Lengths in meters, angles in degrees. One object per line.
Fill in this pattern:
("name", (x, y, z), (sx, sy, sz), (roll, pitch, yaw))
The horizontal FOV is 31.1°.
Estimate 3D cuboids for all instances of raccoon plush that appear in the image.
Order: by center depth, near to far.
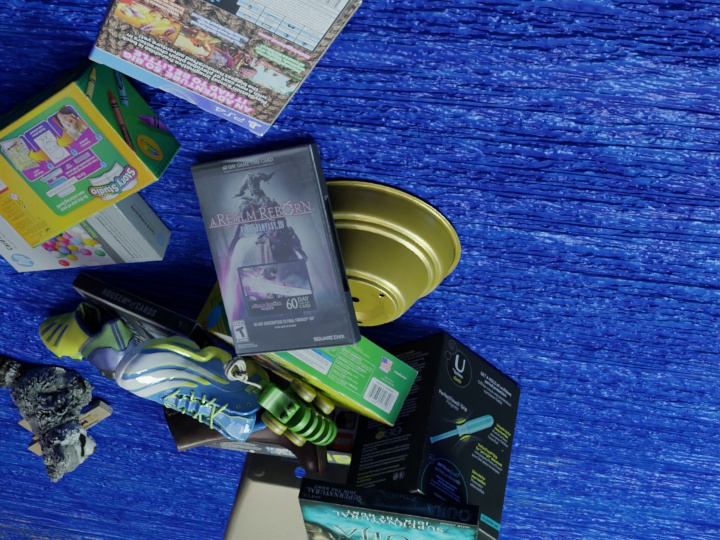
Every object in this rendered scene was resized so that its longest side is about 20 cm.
("raccoon plush", (-0.456, 0.207, 1.777), (0.198, 0.135, 0.097), (11, 150, 2))

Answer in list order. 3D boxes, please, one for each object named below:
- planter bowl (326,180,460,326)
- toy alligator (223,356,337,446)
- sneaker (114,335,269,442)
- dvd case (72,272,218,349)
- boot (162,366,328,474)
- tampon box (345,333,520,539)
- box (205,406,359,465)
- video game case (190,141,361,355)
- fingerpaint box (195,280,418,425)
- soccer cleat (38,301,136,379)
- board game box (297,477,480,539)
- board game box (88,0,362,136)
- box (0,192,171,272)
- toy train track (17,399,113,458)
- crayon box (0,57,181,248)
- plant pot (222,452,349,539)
("planter bowl", (0.000, 0.000, 1.339), (0.198, 0.084, 0.201), (9, 149, 6))
("toy alligator", (-0.075, 0.149, 1.386), (0.054, 0.059, 0.200), (44, -177, 40))
("sneaker", (-0.165, 0.131, 1.405), (0.199, 0.105, 0.076), (8, 117, -42))
("dvd case", (-0.235, 0.078, 1.533), (0.199, 0.025, 0.151), (19, 156, 34))
("boot", (-0.139, 0.192, 1.552), (0.165, 0.200, 0.073), (-18, 134, -16))
("tampon box", (0.085, 0.205, 1.523), (0.126, 0.201, 0.150), (-20, 136, 41))
("box", (-0.092, 0.178, 1.629), (0.198, 0.111, 0.035), (6, 149, 11))
("video game case", (-0.084, -0.018, 1.282), (0.142, 0.019, 0.202), (-7, 103, 28))
("fingerpaint box", (-0.062, 0.086, 1.456), (0.199, 0.074, 0.166), (34, 167, -30))
("soccer cleat", (-0.333, 0.071, 1.570), (0.199, 0.064, 0.085), (14, 122, 50))
("board game box", (0.034, 0.286, 1.452), (0.198, 0.028, 0.136), (7, 147, 9))
("board game box", (-0.100, -0.221, 1.007), (0.158, 0.098, 0.200), (23, 147, -17))
("box", (-0.328, -0.063, 1.395), (0.198, 0.041, 0.156), (-3, 145, 25))
("toy train track", (-0.425, 0.224, 1.901), (0.114, 0.033, 0.199), (38, 135, -25))
("crayon box", (-0.282, -0.111, 1.239), (0.199, 0.058, 0.119), (-23, 118, 35))
("plant pot", (-0.073, 0.284, 1.730), (0.198, 0.201, 0.178), (10, 138, 4))
